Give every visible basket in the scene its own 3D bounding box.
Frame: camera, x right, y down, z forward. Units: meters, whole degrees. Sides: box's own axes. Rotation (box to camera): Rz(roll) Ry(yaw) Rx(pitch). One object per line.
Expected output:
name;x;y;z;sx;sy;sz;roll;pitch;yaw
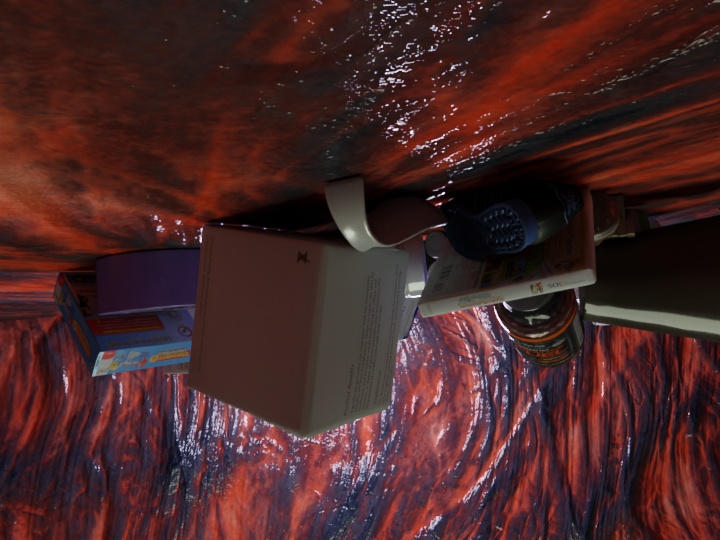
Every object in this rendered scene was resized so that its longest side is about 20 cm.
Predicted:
basket;0.416;0.013;0.790;0.196;0.184;0.136;-1;-171;18

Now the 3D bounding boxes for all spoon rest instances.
spoon rest;0.028;-0.049;0.584;0.098;0.062;0.199;-7;175;26

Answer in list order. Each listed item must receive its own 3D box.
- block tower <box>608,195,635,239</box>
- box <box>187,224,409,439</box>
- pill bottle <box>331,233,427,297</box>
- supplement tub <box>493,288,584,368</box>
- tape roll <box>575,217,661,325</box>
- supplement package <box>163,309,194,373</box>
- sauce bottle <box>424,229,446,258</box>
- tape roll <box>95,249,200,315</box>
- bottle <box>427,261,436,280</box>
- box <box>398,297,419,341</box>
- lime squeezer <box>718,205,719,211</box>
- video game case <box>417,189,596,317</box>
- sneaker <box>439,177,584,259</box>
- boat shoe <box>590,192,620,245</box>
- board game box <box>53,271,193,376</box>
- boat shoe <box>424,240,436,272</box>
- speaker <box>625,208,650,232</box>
block tower;0.279;-0.063;0.793;0.196;0.059;0.054;-6;176;28
box;-0.073;0.058;0.663;0.197;0.204;0.170;10;-175;34
pill bottle;0.000;0.000;0.843;0.196;0.116;0.113;-6;176;9
supplement tub;0.240;0.056;0.753;0.105;0.109;0.200;-7;153;25
tape roll;0.474;0.002;1.011;0.203;0.071;0.203;-47;-172;9
supplement package;-0.316;0.099;1.147;0.109;0.205;0.154;-9;175;41
sauce bottle;0.170;-0.039;0.889;0.064;0.066;0.198;-9;176;40
tape roll;-0.320;0.021;0.905;0.195;0.087;0.200;-7;176;0
bottle;0.183;0.009;0.814;0.197;0.067;0.083;0;171;-36
box;0.001;0.046;1.020;0.182;0.107;0.199;25;-172;19
lime squeezer;0.645;-0.111;0.862;0.070;0.038;0.200;26;180;7
video game case;0.170;-0.023;0.634;0.179;0.023;0.201;-15;-158;28
sneaker;0.152;-0.056;0.592;0.077;0.071;0.200;-23;-169;-12
boat shoe;0.238;-0.046;0.740;0.196;0.077;0.072;-6;162;23
board game box;-0.409;0.084;0.994;0.198;0.196;0.056;0;129;-50
boat shoe;0.112;-0.023;0.980;0.196;0.074;0.068;6;179;-23
speaker;0.351;-0.047;0.895;0.196;0.090;0.088;-7;176;15
